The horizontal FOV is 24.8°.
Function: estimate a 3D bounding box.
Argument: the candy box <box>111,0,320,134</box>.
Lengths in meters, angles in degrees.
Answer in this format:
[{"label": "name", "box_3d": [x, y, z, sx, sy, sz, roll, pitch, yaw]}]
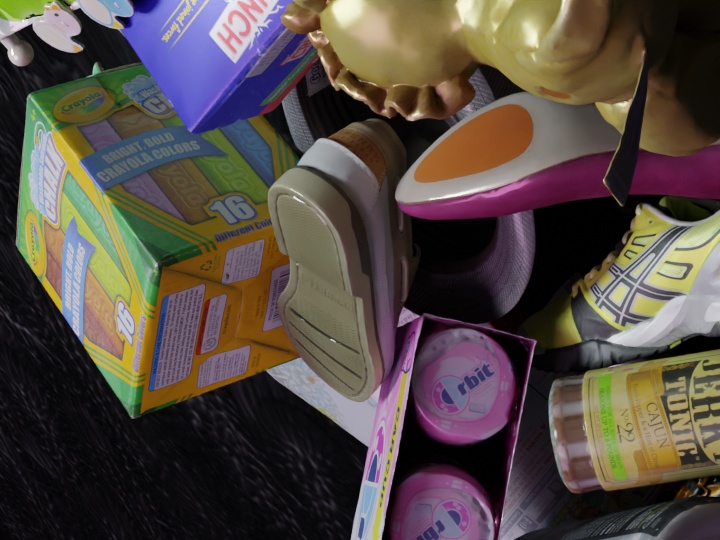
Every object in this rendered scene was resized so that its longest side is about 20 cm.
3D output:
[{"label": "candy box", "box_3d": [-0.073, -0.198, 0.795, 0.169, 0.077, 0.201, -41, 78, 39]}]

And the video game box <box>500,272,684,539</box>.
[{"label": "video game box", "box_3d": [0.139, 0.133, 0.976, 0.182, 0.047, 0.201, 40, 116, 9]}]

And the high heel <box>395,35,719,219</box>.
[{"label": "high heel", "box_3d": [0.120, -0.044, 0.772, 0.199, 0.068, 0.096, -22, 129, 15]}]

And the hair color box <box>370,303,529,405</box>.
[{"label": "hair color box", "box_3d": [0.029, 0.022, 1.031, 0.101, 0.061, 0.200, -37, 99, 26]}]

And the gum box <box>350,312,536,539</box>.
[{"label": "gum box", "box_3d": [0.036, 0.132, 0.889, 0.066, 0.202, 0.113, 12, 174, -5]}]

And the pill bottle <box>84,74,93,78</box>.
[{"label": "pill bottle", "box_3d": [-0.141, -0.040, 1.124, 0.200, 0.119, 0.120, 53, 160, 32]}]

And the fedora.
[{"label": "fedora", "box_3d": [0.044, -0.079, 0.882, 0.201, 0.090, 0.176, 59, 149, -8]}]

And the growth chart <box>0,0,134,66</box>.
[{"label": "growth chart", "box_3d": [-0.154, -0.170, 0.766, 0.145, 0.018, 0.199, 45, 143, -21]}]

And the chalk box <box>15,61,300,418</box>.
[{"label": "chalk box", "box_3d": [-0.122, -0.039, 0.954, 0.200, 0.123, 0.125, 48, 142, 33]}]

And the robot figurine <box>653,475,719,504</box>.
[{"label": "robot figurine", "box_3d": [0.255, 0.138, 0.873, 0.199, 0.058, 0.146, 31, 112, 11]}]

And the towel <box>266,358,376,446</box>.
[{"label": "towel", "box_3d": [0.000, 0.058, 1.186, 0.171, 0.048, 0.201, 36, 151, 23]}]

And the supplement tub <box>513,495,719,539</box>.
[{"label": "supplement tub", "box_3d": [0.135, 0.192, 0.867, 0.123, 0.123, 0.200, 48, 150, -6]}]

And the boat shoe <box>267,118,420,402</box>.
[{"label": "boat shoe", "box_3d": [0.000, 0.000, 0.866, 0.075, 0.068, 0.201, 35, 155, 19]}]

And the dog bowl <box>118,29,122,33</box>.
[{"label": "dog bowl", "box_3d": [-0.097, -0.194, 0.956, 0.199, 0.059, 0.201, 34, 151, 22]}]

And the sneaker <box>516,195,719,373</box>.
[{"label": "sneaker", "box_3d": [0.159, 0.002, 0.855, 0.199, 0.075, 0.077, -23, 85, 43]}]

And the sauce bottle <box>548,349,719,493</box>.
[{"label": "sauce bottle", "box_3d": [0.195, 0.068, 0.821, 0.198, 0.065, 0.065, -13, 126, 18]}]

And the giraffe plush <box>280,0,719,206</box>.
[{"label": "giraffe plush", "box_3d": [0.058, -0.116, 0.668, 0.161, 0.201, 0.173, 7, 139, 30]}]
